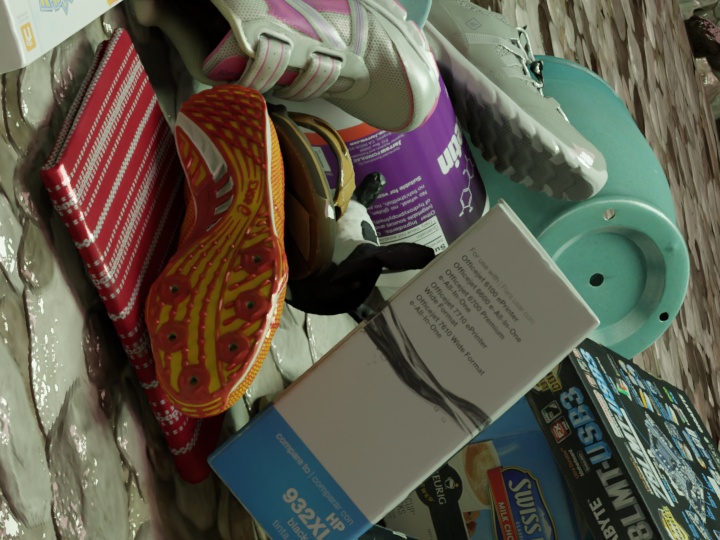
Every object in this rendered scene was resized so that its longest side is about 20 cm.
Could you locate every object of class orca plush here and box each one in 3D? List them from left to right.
[{"bbox_3d":[0.000,0.000,1.228,0.071,0.105,0.200,50,-19,-16],"label":"orca plush"}]

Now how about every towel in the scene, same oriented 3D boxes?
[{"bbox_3d":[-0.108,-0.006,1.095,0.145,0.022,0.201,-78,151,-54],"label":"towel"}]

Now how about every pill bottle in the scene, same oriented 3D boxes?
[{"bbox_3d":[0.017,-0.069,1.396,0.113,0.112,0.201,-84,156,-46],"label":"pill bottle"}]

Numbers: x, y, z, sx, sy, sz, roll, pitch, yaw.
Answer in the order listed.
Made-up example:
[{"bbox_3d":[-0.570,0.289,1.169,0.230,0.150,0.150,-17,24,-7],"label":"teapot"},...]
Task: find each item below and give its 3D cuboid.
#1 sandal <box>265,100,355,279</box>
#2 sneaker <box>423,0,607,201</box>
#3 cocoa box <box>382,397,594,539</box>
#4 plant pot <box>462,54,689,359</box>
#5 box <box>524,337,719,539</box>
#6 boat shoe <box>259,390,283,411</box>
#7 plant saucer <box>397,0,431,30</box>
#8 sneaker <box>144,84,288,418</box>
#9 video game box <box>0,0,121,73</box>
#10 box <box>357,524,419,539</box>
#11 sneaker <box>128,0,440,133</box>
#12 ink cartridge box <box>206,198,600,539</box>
[{"bbox_3d":[-0.033,-0.053,1.206,0.200,0.054,0.082,-129,-143,-73],"label":"sandal"},{"bbox_3d":[0.096,-0.130,1.406,0.200,0.082,0.075,44,-20,13],"label":"sneaker"},{"bbox_3d":[0.102,0.149,1.498,0.200,0.130,0.134,-48,125,-70],"label":"cocoa box"},{"bbox_3d":[0.141,-0.027,1.530,0.188,0.199,0.201,-119,-174,-59],"label":"plant pot"},{"bbox_3d":[0.196,0.142,1.403,0.198,0.050,0.201,25,31,-49],"label":"box"},{"bbox_3d":[0.000,0.093,1.305,0.200,0.069,0.074,-16,94,-74],"label":"boat shoe"},{"bbox_3d":[-0.045,-0.205,1.301,0.200,0.039,0.202,16,62,-33],"label":"plant saucer"},{"bbox_3d":[-0.063,-0.005,1.085,0.077,0.072,0.201,74,18,-49],"label":"sneaker"},{"bbox_3d":[-0.167,-0.199,0.989,0.200,0.046,0.183,-58,137,-67],"label":"video game box"},{"bbox_3d":[0.005,0.252,1.255,0.159,0.046,0.201,32,48,-68],"label":"box"},{"bbox_3d":[-0.050,-0.127,1.183,0.081,0.199,0.089,-52,-169,53],"label":"sneaker"},{"bbox_3d":[0.027,0.063,1.122,0.084,0.200,0.145,49,2,5],"label":"ink cartridge box"}]
